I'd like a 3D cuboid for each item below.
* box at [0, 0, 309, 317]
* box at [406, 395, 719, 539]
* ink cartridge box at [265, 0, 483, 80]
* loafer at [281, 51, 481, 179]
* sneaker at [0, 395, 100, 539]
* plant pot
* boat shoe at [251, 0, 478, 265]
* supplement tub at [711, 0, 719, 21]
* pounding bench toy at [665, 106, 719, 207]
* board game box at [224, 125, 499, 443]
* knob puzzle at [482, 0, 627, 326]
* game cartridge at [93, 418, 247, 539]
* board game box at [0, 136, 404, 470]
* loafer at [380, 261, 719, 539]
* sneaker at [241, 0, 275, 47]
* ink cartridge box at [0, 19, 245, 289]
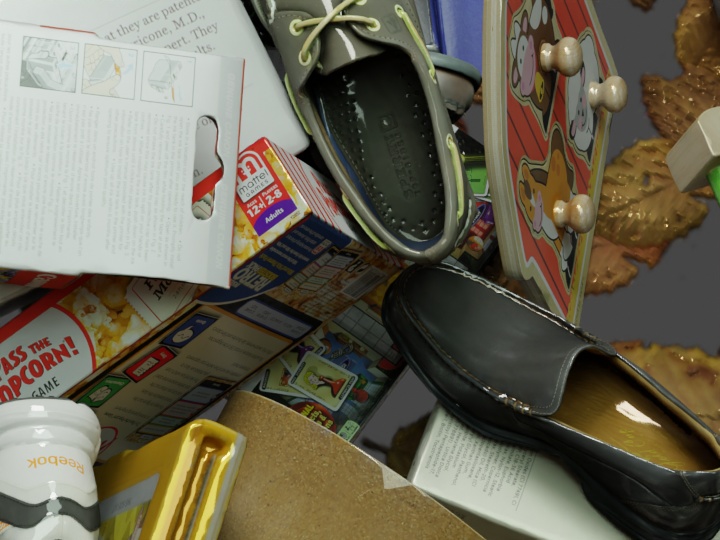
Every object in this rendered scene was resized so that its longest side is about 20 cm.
[{"bbox_3d":[-0.159,-0.060,1.295,0.199,0.199,0.131,-27,90,-20],"label":"box"},{"bbox_3d":[0.122,0.122,1.338,0.199,0.068,0.082,23,62,2],"label":"box"},{"bbox_3d":[-0.013,-0.200,1.489,0.199,0.047,0.199,-2,65,-8],"label":"ink cartridge box"},{"bbox_3d":[-0.010,-0.066,1.354,0.072,0.200,0.063,18,75,-32],"label":"loafer"},{"bbox_3d":[-0.166,0.142,1.209,0.073,0.200,0.080,3,51,-20],"label":"sneaker"},{"bbox_3d":[-0.038,0.191,1.233,0.186,0.186,0.201,32,78,8],"label":"plant pot"},{"bbox_3d":[-0.001,-0.097,1.237,0.072,0.060,0.203,-23,97,4],"label":"boat shoe"},{"bbox_3d":[0.240,-0.208,1.488,0.122,0.123,0.201,-8,65,-13],"label":"supplement tub"},{"bbox_3d":[0.256,0.006,1.385,0.199,0.124,0.157,8,64,-5],"label":"pounding bench toy"},{"bbox_3d":[0.000,0.000,1.405,0.104,0.023,0.200,33,64,10],"label":"board game box"},{"bbox_3d":[0.103,-0.083,1.366,0.030,0.220,0.221,1,61,21],"label":"knob puzzle"},{"bbox_3d":[-0.117,0.162,1.193,0.032,0.200,0.177,22,72,-16],"label":"game cartridge"},{"bbox_3d":[-0.089,0.027,1.261,0.200,0.151,0.046,-36,72,8],"label":"board game box"},{"bbox_3d":[0.099,0.052,1.290,0.199,0.072,0.073,33,62,10],"label":"loafer"},{"bbox_3d":[-0.048,-0.155,1.344,0.085,0.200,0.078,41,88,19],"label":"sneaker"},{"bbox_3d":[-0.154,-0.050,1.163,0.199,0.050,0.110,7,80,-17],"label":"ink cartridge box"}]
